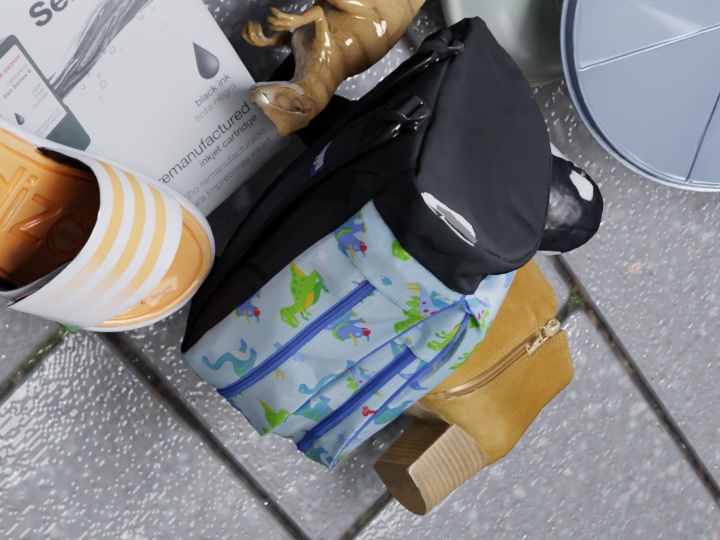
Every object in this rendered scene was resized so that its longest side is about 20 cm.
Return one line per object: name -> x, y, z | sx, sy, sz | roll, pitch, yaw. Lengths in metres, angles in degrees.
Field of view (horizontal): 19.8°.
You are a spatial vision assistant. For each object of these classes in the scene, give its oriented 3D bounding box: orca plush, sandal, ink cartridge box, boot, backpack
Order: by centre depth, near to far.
sandal -> -0.143, -0.018, 0.892 | 0.206, 0.059, 0.080 | 26, 98, -39
ink cartridge box -> -0.147, -0.096, 0.944 | 0.146, 0.084, 0.201 | -42, 128, -10
backpack -> 0.000, 0.000, 0.978 | 0.199, 0.164, 0.154 | -27, 114, 27
orca plush -> 0.047, -0.056, 1.064 | 0.199, 0.071, 0.105 | 36, 96, -22
boot -> 0.037, 0.021, 1.146 | 0.144, 0.070, 0.202 | -43, 119, -28

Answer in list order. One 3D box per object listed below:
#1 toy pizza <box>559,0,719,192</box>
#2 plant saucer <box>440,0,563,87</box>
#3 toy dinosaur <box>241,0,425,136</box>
toy pizza -> 0.194, -0.135, 1.054 | 0.198, 0.032, 0.202 | -6, 118, -11
plant saucer -> 0.125, -0.184, 1.081 | 0.199, 0.050, 0.202 | -28, 133, -34
toy dinosaur -> 0.004, -0.131, 1.000 | 0.200, 0.106, 0.061 | -41, 168, -28
